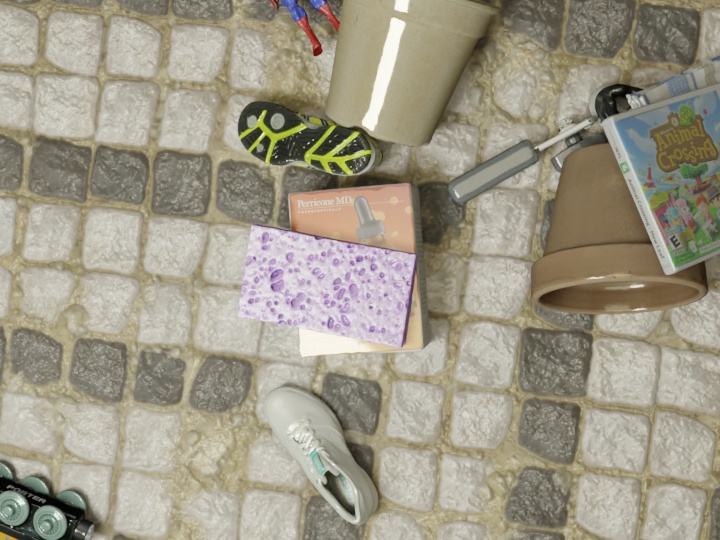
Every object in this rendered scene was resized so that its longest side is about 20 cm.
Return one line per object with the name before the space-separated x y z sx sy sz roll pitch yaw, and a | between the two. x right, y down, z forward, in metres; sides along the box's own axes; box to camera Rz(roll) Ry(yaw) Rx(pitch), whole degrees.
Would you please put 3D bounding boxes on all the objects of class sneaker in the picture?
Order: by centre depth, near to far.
sneaker | 0.362 -0.161 1.490 0.200 0.090 0.066 33 93 6
sneaker | -0.050 0.227 1.550 0.075 0.088 0.200 -40 85 8
sneaker | -0.065 -0.156 1.561 0.200 0.076 0.075 22 96 25

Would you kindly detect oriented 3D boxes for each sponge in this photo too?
sponge | -0.038 0.018 1.469 0.200 0.030 0.112 11 93 7

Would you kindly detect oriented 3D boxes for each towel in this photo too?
towel | 0.406 -0.168 1.461 0.200 0.024 0.147 -26 88 -32

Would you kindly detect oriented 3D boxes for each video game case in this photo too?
video game case | 0.376 -0.107 1.398 0.200 0.022 0.182 -19 85 -32

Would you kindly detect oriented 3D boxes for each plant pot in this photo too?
plant pot | 0.298 -0.051 1.461 0.200 0.200 0.175 -1 77 8
plant pot | 0.045 -0.253 1.495 0.200 0.200 0.184 20 105 7

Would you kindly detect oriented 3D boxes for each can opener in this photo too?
can opener | 0.203 -0.130 1.531 0.200 0.053 0.067 -25 88 7

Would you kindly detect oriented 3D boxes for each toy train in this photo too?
toy train | -0.440 0.324 1.610 0.200 0.085 0.114 20 103 7

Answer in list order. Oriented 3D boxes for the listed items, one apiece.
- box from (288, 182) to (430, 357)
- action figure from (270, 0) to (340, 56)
box | 0.000 0.000 1.532 0.152 0.106 0.200 -5 90 8
action figure | -0.090 -0.361 1.570 0.065 0.052 0.200 -33 82 1
